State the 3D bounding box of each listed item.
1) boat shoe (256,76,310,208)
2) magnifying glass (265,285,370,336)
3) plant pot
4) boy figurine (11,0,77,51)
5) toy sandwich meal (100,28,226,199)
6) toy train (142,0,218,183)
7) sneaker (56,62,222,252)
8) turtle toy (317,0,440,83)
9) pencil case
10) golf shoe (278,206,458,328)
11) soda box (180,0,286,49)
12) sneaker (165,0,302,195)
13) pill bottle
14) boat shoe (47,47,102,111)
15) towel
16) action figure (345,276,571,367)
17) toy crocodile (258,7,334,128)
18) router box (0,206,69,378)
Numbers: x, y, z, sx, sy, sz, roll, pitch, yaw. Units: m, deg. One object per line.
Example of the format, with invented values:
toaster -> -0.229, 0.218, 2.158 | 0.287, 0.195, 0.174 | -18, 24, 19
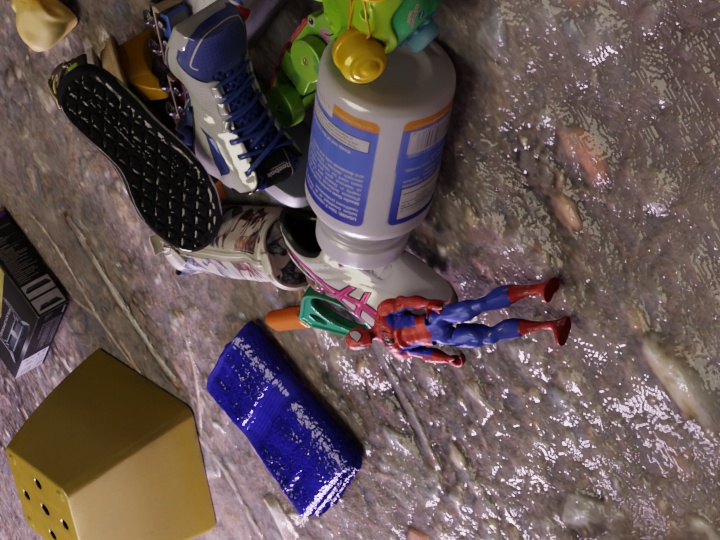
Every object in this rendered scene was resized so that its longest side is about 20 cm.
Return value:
boat shoe -> -0.109, -0.122, 1.627 | 0.202, 0.075, 0.086 | 49, 148, 20
magnifying glass -> -0.043, 0.045, 1.709 | 0.080, 0.022, 0.200 | 36, 163, -20
plant pot -> -0.322, 0.252, 2.151 | 0.200, 0.176, 0.200 | 27, 136, 40
boy figurine -> -0.354, -0.328, 1.801 | 0.124, 0.064, 0.200 | 1, 119, 54
toy sandwich meal -> -0.196, -0.148, 1.716 | 0.205, 0.070, 0.205 | 160, 90, -88
toy train -> -0.159, -0.163, 1.572 | 0.046, 0.034, 0.200 | 27, 139, 42
sneaker -> -0.189, -0.107, 1.532 | 0.200, 0.072, 0.083 | 54, -175, -5
turtle toy -> 0.021, -0.246, 1.307 | 0.200, 0.101, 0.146 | 102, 153, -45
pencil case -> -0.120, -0.026, 1.712 | 0.200, 0.089, 0.078 | 7, 123, 51
golf shoe -> 0.000, 0.000, 1.556 | 0.200, 0.073, 0.092 | 24, 163, 41
soda box -> -0.102, -0.253, 1.509 | 0.063, 0.068, 0.200 | 55, 148, 5
sneaker -> -0.100, -0.134, 1.486 | 0.115, 0.081, 0.200 | 40, 151, 23
pill bottle -> 0.012, -0.097, 1.444 | 0.112, 0.112, 0.200 | 41, 145, 25
boat shoe -> -0.286, -0.185, 1.759 | 0.200, 0.059, 0.072 | -148, 40, -79
towel -> -0.088, 0.167, 1.870 | 0.200, 0.050, 0.148 | 49, 148, 14
action figure -> 0.075, 0.047, 1.466 | 0.200, 0.052, 0.066 | -8, 117, 31
toy crocodile -> -0.042, -0.181, 1.488 | 0.062, 0.067, 0.200 | 52, 148, 8
router box -> -0.463, 0.032, 2.275 | 0.157, 0.052, 0.200 | 53, 148, 10
